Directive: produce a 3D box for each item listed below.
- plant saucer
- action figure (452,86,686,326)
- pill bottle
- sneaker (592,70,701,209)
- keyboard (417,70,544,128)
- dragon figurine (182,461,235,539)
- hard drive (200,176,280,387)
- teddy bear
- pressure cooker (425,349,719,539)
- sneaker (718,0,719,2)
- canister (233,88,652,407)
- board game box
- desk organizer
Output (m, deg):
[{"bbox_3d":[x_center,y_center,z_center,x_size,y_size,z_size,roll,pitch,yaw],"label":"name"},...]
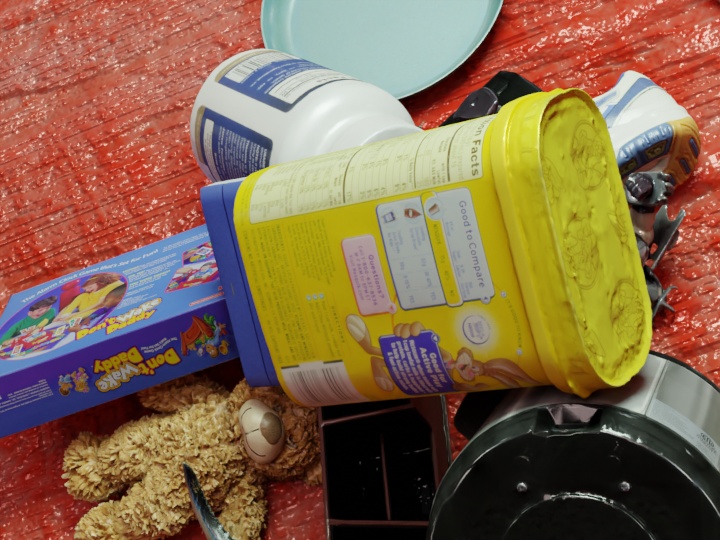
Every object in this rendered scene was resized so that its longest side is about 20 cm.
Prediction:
[{"bbox_3d":[0.019,-0.208,1.095,0.198,0.027,0.202,-8,62,16],"label":"plant saucer"},{"bbox_3d":[0.129,-0.024,0.889,0.131,0.199,0.069,-57,23,-6],"label":"action figure"},{"bbox_3d":[-0.028,-0.080,0.962,0.111,0.111,0.200,-49,35,-8],"label":"pill bottle"},{"bbox_3d":[0.129,-0.064,0.968,0.199,0.076,0.088,-25,48,-1],"label":"sneaker"},{"bbox_3d":[0.050,-0.059,0.994,0.200,0.040,0.104,-41,31,5],"label":"keyboard"},{"bbox_3d":[-0.058,0.215,0.879,0.099,0.059,0.202,-9,81,22],"label":"dragon figurine"},{"bbox_3d":[0.000,0.000,0.851,0.199,0.025,0.133,-7,102,34],"label":"hard drive"},{"bbox_3d":[-0.114,0.129,0.957,0.198,0.067,0.146,-7,66,17],"label":"teddy bear"},{"bbox_3d":[0.141,0.136,0.789,0.177,0.200,0.177,-15,97,21],"label":"pressure cooker"},{"bbox_3d":[0.268,-0.247,1.003,0.088,0.075,0.200,-33,57,-12],"label":"sneaker"},{"bbox_3d":[0.039,-0.004,0.757,0.199,0.086,0.150,-9,101,36],"label":"canister"},{"bbox_3d":[-0.164,0.035,0.994,0.198,0.045,0.135,-19,26,11],"label":"board game box"},{"bbox_3d":[0.018,0.134,0.900,0.071,0.077,0.202,-13,62,14],"label":"desk organizer"}]
